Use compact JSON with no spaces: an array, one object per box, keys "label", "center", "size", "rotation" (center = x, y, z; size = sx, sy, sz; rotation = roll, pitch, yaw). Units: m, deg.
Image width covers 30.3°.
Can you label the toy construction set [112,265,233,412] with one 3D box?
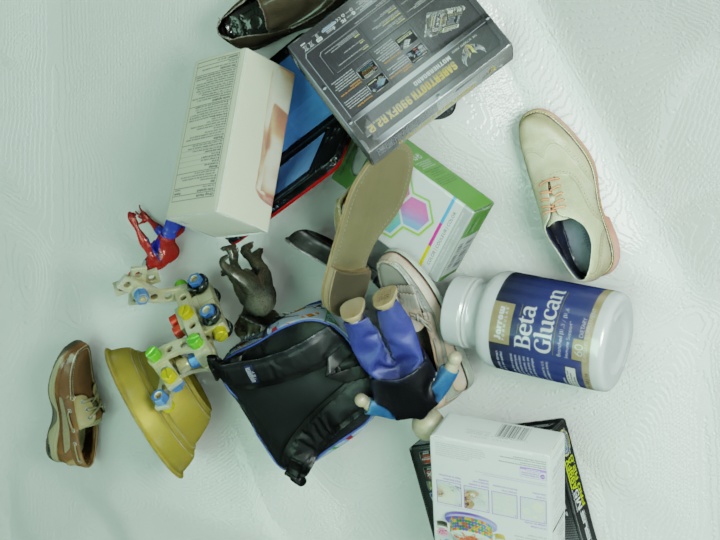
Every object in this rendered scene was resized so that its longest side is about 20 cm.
[{"label":"toy construction set","center":[-0.238,0.072,1.707],"size":[0.130,0.092,0.201],"rotation":[-31,60,3]}]

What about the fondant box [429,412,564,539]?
[{"label":"fondant box","center":[0.159,0.273,1.528],"size":[0.143,0.058,0.202],"rotation":[8,116,24]}]

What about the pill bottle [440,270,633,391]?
[{"label":"pill bottle","center":[0.195,0.062,1.486],"size":[0.198,0.111,0.112],"rotation":[11,109,28]}]

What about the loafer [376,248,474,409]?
[{"label":"loafer","center":[0.069,0.071,1.557],"size":[0.072,0.063,0.201],"rotation":[-3,121,51]}]

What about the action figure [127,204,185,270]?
[{"label":"action figure","center":[-0.259,-0.076,1.734],"size":[0.099,0.065,0.201],"rotation":[41,129,9]}]

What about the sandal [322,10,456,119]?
[{"label":"sandal","center":[0.039,-0.244,1.537],"size":[0.199,0.045,0.076],"rotation":[36,117,24]}]

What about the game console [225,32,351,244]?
[{"label":"game console","center":[-0.111,-0.158,1.607],"size":[0.199,0.173,0.119],"rotation":[-34,112,33]}]

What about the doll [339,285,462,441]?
[{"label":"doll","center":[0.051,0.116,1.521],"size":[0.135,0.049,0.201],"rotation":[-20,116,9]}]

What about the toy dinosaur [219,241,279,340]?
[{"label":"toy dinosaur","center":[-0.133,0.020,1.664],"size":[0.103,0.076,0.200],"rotation":[61,165,16]}]

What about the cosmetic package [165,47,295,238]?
[{"label":"cosmetic package","center":[-0.152,-0.148,1.568],"size":[0.103,0.087,0.202],"rotation":[-2,72,45]}]

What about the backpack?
[{"label":"backpack","center":[-0.052,0.131,1.628],"size":[0.190,0.154,0.201],"rotation":[-29,102,35]}]

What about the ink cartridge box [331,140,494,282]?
[{"label":"ink cartridge box","center":[0.047,-0.089,1.563],"size":[0.199,0.059,0.104],"rotation":[38,120,17]}]

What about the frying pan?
[{"label":"frying pan","center":[-0.007,-0.002,1.592],"size":[0.189,0.115,0.031],"rotation":[29,97,20]}]

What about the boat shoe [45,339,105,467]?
[{"label":"boat shoe","center":[-0.399,0.195,1.902],"size":[0.073,0.076,0.202],"rotation":[20,121,18]}]

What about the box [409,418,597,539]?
[{"label":"box","center":[0.170,0.270,1.598],"size":[0.198,0.044,0.162],"rotation":[-11,97,32]}]

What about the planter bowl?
[{"label":"planter bowl","center":[-0.255,0.170,1.772],"size":[0.083,0.200,0.202],"rotation":[-30,87,-3]}]

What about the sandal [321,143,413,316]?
[{"label":"sandal","center":[-0.010,-0.058,1.528],"size":[0.070,0.077,0.214],"rotation":[35,111,48]}]

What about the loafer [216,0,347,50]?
[{"label":"loafer","center":[-0.091,-0.312,1.575],"size":[0.199,0.071,0.074],"rotation":[-27,89,33]}]

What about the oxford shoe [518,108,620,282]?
[{"label":"oxford shoe","center":[0.223,-0.082,1.452],"size":[0.070,0.074,0.201],"rotation":[-27,89,33]}]

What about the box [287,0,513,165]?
[{"label":"box","center":[0.044,-0.240,1.463],"size":[0.199,0.048,0.159],"rotation":[-38,77,-1]}]
